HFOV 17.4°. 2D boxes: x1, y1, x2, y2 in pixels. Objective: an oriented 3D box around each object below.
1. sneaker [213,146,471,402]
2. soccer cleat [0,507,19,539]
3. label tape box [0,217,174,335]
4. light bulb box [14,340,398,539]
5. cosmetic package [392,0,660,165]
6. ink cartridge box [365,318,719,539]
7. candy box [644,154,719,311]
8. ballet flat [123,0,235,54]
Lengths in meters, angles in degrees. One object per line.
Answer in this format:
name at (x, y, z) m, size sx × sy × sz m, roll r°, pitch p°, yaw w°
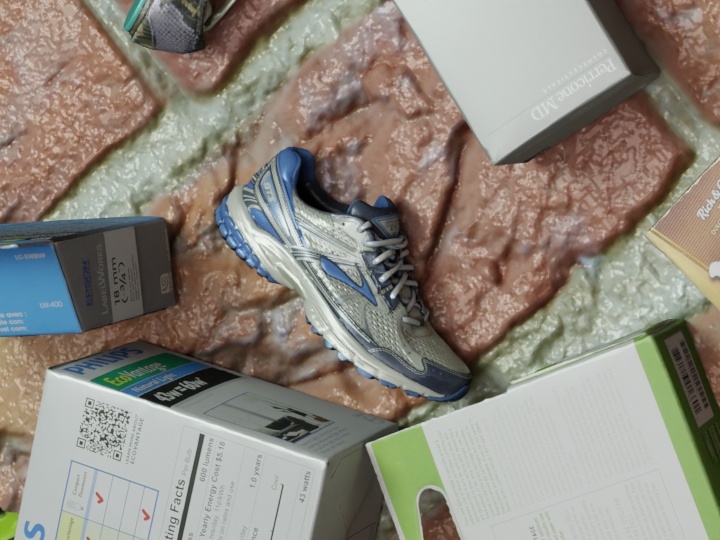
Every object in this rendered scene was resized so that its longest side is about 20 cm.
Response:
sneaker at (0.000, 0.000, 1.464) m, size 0.200 × 0.077 × 0.085 m, roll 42°, pitch 105°, yaw 12°
soccer cleat at (-0.295, 0.225, 1.617) m, size 0.199 × 0.068 × 0.081 m, roll -26°, pitch 104°, yaw 23°
label tape box at (-0.225, 0.008, 1.476) m, size 0.143 × 0.200 × 0.064 m, roll -3°, pitch 95°, yaw 22°
light bulb box at (-0.105, 0.170, 1.496) m, size 0.199 × 0.125 × 0.200 m, roll 17°, pitch 103°, yaw 20°
cosmetic package at (0.080, -0.172, 1.406) m, size 0.107 × 0.090 × 0.201 m, roll -35°, pitch 80°, yaw 18°
ink cartridge box at (0.123, 0.133, 1.429) m, size 0.199 × 0.076 × 0.149 m, roll -22°, pitch 88°, yaw 23°
candy box at (0.275, -0.052, 1.358) m, size 0.117 × 0.056 × 0.200 m, roll 47°, pitch 108°, yaw 11°
ballet flat at (-0.084, -0.227, 1.483) m, size 0.072 × 0.072 × 0.201 m, roll 29°, pitch 106°, yaw 16°
